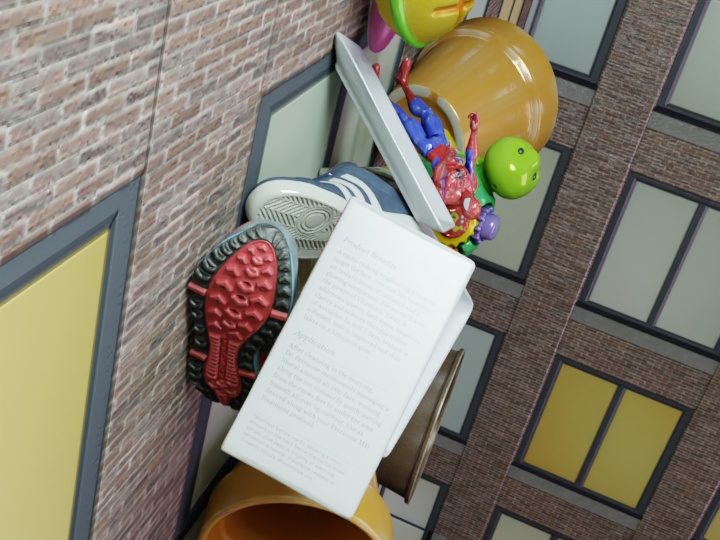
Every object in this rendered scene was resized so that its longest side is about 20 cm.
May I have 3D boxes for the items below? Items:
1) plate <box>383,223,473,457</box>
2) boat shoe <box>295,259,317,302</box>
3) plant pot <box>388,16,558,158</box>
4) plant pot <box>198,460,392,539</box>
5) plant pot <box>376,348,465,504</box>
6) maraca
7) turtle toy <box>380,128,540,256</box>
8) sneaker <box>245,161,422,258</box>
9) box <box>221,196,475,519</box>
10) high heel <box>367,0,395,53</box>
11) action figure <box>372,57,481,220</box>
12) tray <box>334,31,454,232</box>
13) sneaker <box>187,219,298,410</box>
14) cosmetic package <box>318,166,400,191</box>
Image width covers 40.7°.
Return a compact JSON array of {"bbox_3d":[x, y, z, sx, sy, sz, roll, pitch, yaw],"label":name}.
[{"bbox_3d":[0.031,0.065,0.993,0.202,0.032,0.201,-58,143,-16],"label":"plate"},{"bbox_3d":[-0.059,0.024,0.949,0.074,0.065,0.205,-38,135,-69],"label":"boat shoe"},{"bbox_3d":[0.120,-0.195,1.213,0.182,0.198,0.203,-34,147,-46],"label":"plant pot"},{"bbox_3d":[-0.059,0.236,1.039,0.185,0.196,0.203,-82,-176,-52],"label":"plant pot"},{"bbox_3d":[0.008,0.158,1.219,0.200,0.195,0.204,21,90,-80],"label":"plant pot"},{"bbox_3d":[0.065,-0.301,0.861,0.137,0.105,0.204,8,95,-68],"label":"maraca"},{"bbox_3d":[0.110,-0.080,1.086,0.198,0.147,0.101,-35,-160,-1],"label":"turtle toy"},{"bbox_3d":[-0.030,-0.061,0.856,0.075,0.086,0.198,-39,148,28],"label":"sneaker"},{"bbox_3d":[-0.010,0.071,0.747,0.203,0.105,0.152,-63,177,-12],"label":"box"},{"bbox_3d":[0.075,-0.298,0.946,0.067,0.094,0.204,61,50,-78],"label":"high heel"},{"bbox_3d":[0.078,-0.147,0.982,0.064,0.202,0.099,-16,156,-25],"label":"action figure"},{"bbox_3d":[0.029,-0.123,0.909,0.022,0.203,0.107,-28,179,13],"label":"tray"},{"bbox_3d":[-0.090,0.019,0.774,0.202,0.078,0.096,114,-2,-47],"label":"sneaker"},{"bbox_3d":[0.000,0.000,1.021,0.102,0.086,0.204,-10,117,-49],"label":"cosmetic package"}]
